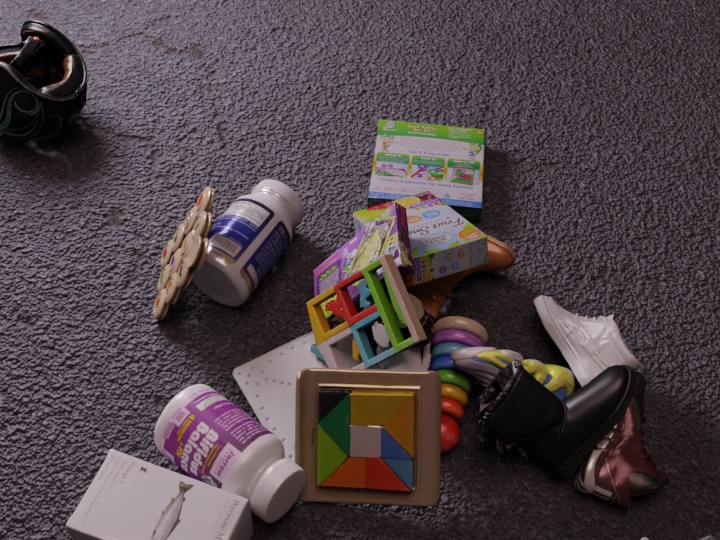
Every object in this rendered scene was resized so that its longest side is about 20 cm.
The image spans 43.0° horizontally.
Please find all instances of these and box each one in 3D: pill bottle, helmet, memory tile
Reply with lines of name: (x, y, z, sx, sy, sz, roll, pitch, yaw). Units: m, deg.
pill bottle: (-0.174, 0.249, 1.236, 0.200, 0.112, 0.112, 30, 57, 25)
helmet: (-0.595, -0.328, 1.629, 0.200, 0.190, 0.201, 18, 59, -34)
pill bottle: (-0.180, -0.049, 1.470, 0.115, 0.116, 0.200, 25, 55, 17)
memory tile: (-0.274, -0.025, 1.408, 0.017, 0.200, 0.154, 19, 49, -24)

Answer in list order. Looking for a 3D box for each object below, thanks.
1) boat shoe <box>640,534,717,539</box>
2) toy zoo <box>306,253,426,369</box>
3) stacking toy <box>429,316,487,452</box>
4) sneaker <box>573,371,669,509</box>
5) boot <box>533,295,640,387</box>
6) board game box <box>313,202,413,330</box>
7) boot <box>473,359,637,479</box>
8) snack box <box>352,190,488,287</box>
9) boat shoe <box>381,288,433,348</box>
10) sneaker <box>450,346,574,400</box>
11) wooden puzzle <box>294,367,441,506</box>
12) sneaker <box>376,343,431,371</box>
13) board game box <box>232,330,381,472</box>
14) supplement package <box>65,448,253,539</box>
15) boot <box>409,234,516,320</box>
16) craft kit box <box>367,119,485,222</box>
boat shoe: (0.374, 0.376, 1.185, 0.199, 0.073, 0.062, -19, 59, -9)
toy zoo: (-0.005, 0.078, 1.315, 0.020, 0.200, 0.132, -8, 72, -50)
stacking toy: (0.133, 0.171, 1.339, 0.085, 0.085, 0.201, 10, 59, 6)
sneaker: (0.390, 0.249, 1.292, 0.115, 0.076, 0.200, 28, 67, 13)
boot: (0.342, 0.094, 1.371, 0.095, 0.074, 0.200, -37, 48, 14)
board game box: (0.000, 0.000, 1.369, 0.032, 0.200, 0.120, 20, 47, -35)
boot: (0.263, 0.178, 1.255, 0.162, 0.073, 0.199, 34, 98, -13)
snack box: (0.090, -0.053, 1.425, 0.142, 0.053, 0.200, -17, 31, -15)
boat shoe: (0.047, 0.049, 1.375, 0.074, 0.063, 0.201, -31, 34, -6)
sneaker: (0.217, 0.173, 1.306, 0.199, 0.076, 0.105, 14, 79, -17)
wooden puzzle: (0.010, 0.227, 1.240, 0.199, 0.037, 0.186, 1, 93, 1)
sneaker: (0.061, 0.141, 1.345, 0.080, 0.077, 0.200, 9, 33, -2)
board game box: (-0.057, 0.185, 1.349, 0.199, 0.026, 0.200, -25, 57, -19)
supplement package: (-0.252, 0.333, 1.172, 0.199, 0.118, 0.117, 17, 52, 11)
boot: (0.139, 0.015, 1.460, 0.199, 0.074, 0.155, 6, 50, 19)
craft kit box: (0.119, -0.180, 1.626, 0.199, 0.049, 0.198, 6, 55, 3)
